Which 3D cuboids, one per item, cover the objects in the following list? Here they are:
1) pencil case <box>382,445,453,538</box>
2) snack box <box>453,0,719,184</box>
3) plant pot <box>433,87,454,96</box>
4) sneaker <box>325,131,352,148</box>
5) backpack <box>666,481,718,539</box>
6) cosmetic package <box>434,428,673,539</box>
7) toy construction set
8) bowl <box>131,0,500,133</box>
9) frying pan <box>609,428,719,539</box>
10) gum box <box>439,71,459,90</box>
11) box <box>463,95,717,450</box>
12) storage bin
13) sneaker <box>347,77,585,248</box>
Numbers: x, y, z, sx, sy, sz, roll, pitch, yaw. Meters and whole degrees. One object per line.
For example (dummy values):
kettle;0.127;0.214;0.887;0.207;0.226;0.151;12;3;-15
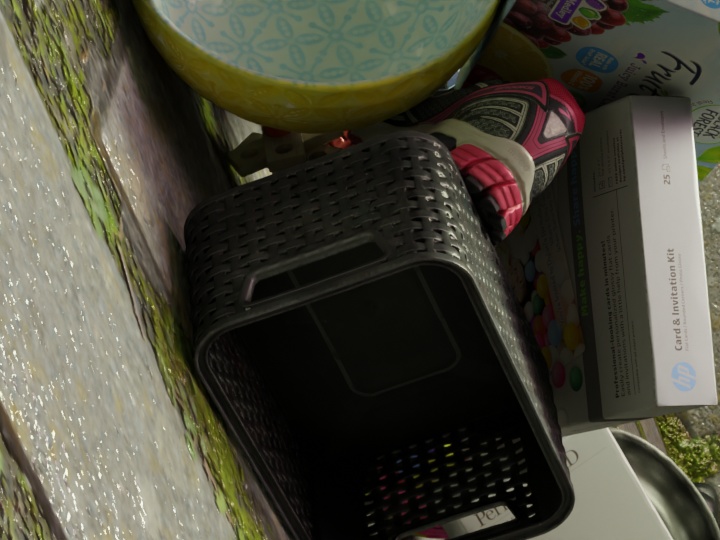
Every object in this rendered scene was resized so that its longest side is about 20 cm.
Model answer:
pencil case;0.058;0.103;1.612;0.200;0.088;0.089;-56;126;-82
snack box;0.137;-0.113;1.354;0.200;0.142;0.053;122;-13;-69
plant pot;0.010;-0.192;1.649;0.200;0.199;0.178;59;27;-53
sneaker;0.000;-0.032;1.642;0.082;0.078;0.200;48;-14;56
backpack;0.132;0.211;1.645;0.200;0.163;0.154;-27;112;-74
cosmetic package;0.132;0.183;1.496;0.200;0.101;0.071;58;-8;-13
toy construction set;0.000;0.000;1.459;0.200;0.092;0.131;61;27;-28
bowl;-0.026;-0.139;1.381;0.108;0.199;0.201;99;-18;-54
frying pan;0.141;0.135;1.569;0.190;0.031;0.115;19;40;-36
gum box;0.065;-0.214;1.519;0.200;0.044;0.170;-36;115;-46
box;0.107;0.006;1.387;0.200;0.041;0.157;-20;-108;62
storage bin;0.010;0.046;1.286;0.094;0.135;0.200;-99;166;-47
sneaker;0.056;-0.059;1.373;0.081;0.075;0.200;50;-11;-17
